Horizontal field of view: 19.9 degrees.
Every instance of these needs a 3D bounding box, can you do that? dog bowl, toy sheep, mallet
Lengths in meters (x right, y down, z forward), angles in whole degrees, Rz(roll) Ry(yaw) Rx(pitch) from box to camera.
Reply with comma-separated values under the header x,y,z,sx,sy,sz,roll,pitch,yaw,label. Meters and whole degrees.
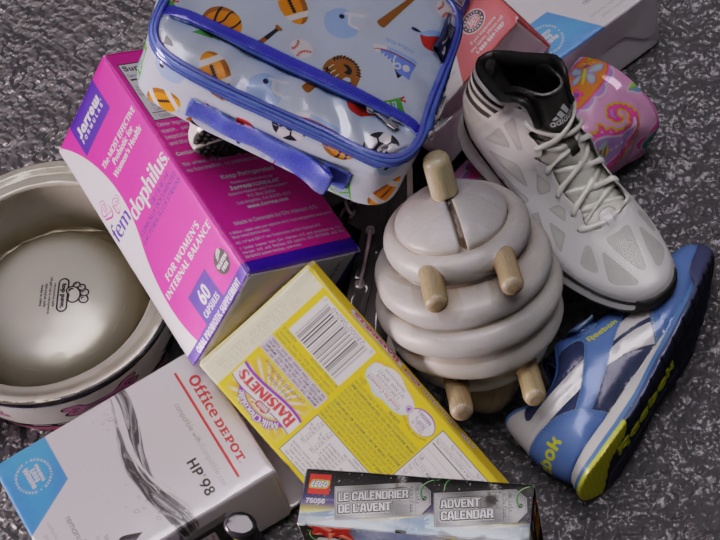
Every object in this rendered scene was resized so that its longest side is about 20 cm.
x,y,z,sx,sy,sz,roll,pitch,yaw,label
-0.218,0.024,1.471,0.198,0.074,0.202,-4,58,7,dog bowl
0.070,0.010,1.335,0.136,0.201,0.138,-6,35,4,toy sheep
-0.047,0.184,1.274,0.065,0.200,0.042,9,70,4,mallet

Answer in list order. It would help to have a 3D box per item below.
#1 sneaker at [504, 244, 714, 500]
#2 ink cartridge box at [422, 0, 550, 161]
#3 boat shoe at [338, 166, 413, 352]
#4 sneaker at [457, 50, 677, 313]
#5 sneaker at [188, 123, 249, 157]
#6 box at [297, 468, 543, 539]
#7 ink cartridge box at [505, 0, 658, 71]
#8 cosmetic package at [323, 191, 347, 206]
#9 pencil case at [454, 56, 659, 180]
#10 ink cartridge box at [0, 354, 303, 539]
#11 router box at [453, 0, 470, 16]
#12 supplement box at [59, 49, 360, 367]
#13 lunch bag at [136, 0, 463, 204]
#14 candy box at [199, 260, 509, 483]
x,y,z,sx,sy,sz,roll,pitch,yaw,label
0.172,0.054,1.385,0.082,0.074,0.201,26,66,25,sneaker
0.028,-0.190,1.507,0.117,0.067,0.200,-48,61,10,ink cartridge box
0.000,0.000,1.421,0.056,0.067,0.202,8,79,-9,boat shoe
0.132,-0.064,1.350,0.075,0.116,0.201,-37,68,-13,sneaker
-0.033,-0.132,1.383,0.199,0.074,0.081,-8,66,-34,sneaker
0.045,0.184,1.252,0.136,0.201,0.040,3,59,11,box
0.119,-0.221,1.563,0.115,0.067,0.200,-36,60,-11,ink cartridge box
-0.062,-0.141,1.470,0.050,0.083,0.202,-23,83,6,cosmetic package
0.121,-0.062,1.461,0.200,0.088,0.087,-43,62,-15,pencil case
-0.129,0.136,1.382,0.199,0.067,0.116,-31,58,-9,ink cartridge box
-0.033,-0.251,1.399,0.179,0.200,0.049,24,90,32,router box
-0.106,-0.049,1.404,0.103,0.101,0.201,-12,57,-39,supplement box
-0.034,-0.135,1.303,0.199,0.076,0.161,25,56,-3,lunch bag
-0.002,0.102,1.337,0.102,0.026,0.200,-41,91,16,candy box
